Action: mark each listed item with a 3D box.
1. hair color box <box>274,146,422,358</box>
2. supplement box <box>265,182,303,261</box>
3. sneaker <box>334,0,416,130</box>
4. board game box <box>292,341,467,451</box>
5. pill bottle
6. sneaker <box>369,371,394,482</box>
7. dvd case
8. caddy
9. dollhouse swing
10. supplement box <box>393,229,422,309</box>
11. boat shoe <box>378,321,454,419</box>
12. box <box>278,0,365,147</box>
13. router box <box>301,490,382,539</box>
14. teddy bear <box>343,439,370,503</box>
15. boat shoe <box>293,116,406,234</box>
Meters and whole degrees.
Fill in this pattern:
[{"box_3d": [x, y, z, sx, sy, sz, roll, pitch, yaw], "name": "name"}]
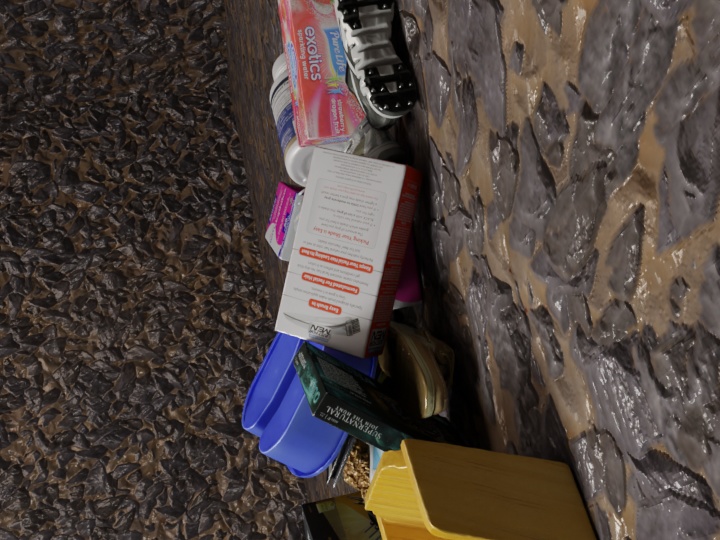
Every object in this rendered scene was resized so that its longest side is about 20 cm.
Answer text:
[{"box_3d": [-0.012, -0.020, 0.851, 0.064, 0.110, 0.203, 6, -82, -67], "name": "hair color box"}, {"box_3d": [-0.082, -0.072, 1.263, 0.200, 0.102, 0.103, -139, 64, -74], "name": "supplement box"}, {"box_3d": [0.007, -0.242, 0.872, 0.091, 0.066, 0.203, 122, 135, -70], "name": "sneaker"}, {"box_3d": [0.028, 0.149, 0.808, 0.028, 0.199, 0.135, -57, 19, 6], "name": "board game box"}, {"box_3d": [-0.072, -0.229, 1.166, 0.112, 0.110, 0.202, 97, 161, -54], "name": "pill bottle"}, {"box_3d": [0.049, 0.217, 0.995, 0.131, 0.078, 0.202, 101, 156, -63], "name": "sneaker"}, {"box_3d": [-0.002, 0.158, 1.033, 0.149, 0.016, 0.202, -98, 29, -77], "name": "dvd case"}, {"box_3d": [-0.055, 0.148, 0.969, 0.202, 0.104, 0.141, -62, 30, 2], "name": "caddy"}, {"box_3d": [0.090, 0.261, 0.634, 0.201, 0.179, 0.178, 102, 176, -60], "name": "dollhouse swing"}, {"box_3d": [0.000, 0.000, 1.008, 0.200, 0.102, 0.103, 177, 85, -80], "name": "supplement box"}, {"box_3d": [0.066, 0.097, 0.842, 0.200, 0.065, 0.075, -122, 33, -72], "name": "boat shoe"}, {"box_3d": [-0.038, -0.263, 0.997, 0.095, 0.101, 0.203, -170, 72, -78], "name": "box"}, {"box_3d": [0.008, 0.378, 1.125, 0.200, 0.155, 0.053, -146, 47, -74], "name": "router box"}, {"box_3d": [0.015, 0.278, 1.141, 0.067, 0.144, 0.200, -58, 22, 3], "name": "teddy bear"}, {"box_3d": [-0.023, -0.103, 0.955, 0.202, 0.074, 0.065, -44, 71, 47], "name": "boat shoe"}]
